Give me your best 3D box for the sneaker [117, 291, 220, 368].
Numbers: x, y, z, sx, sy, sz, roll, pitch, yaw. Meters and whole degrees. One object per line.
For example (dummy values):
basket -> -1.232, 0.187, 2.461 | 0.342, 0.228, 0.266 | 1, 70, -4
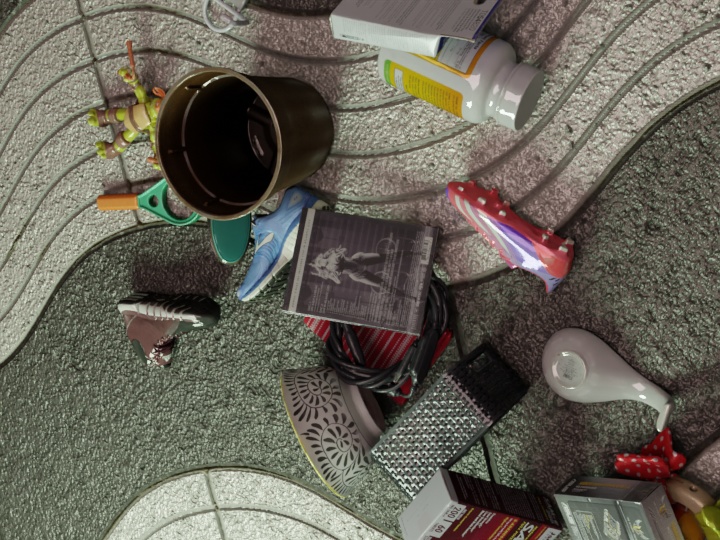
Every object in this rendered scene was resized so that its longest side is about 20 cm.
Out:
sneaker -> -0.290, 0.100, 1.867 | 0.199, 0.075, 0.117 | 6, 110, 37

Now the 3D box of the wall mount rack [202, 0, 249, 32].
wall mount rack -> -0.208, -0.444, 1.690 | 0.173, 0.074, 0.201 | 36, 114, 16

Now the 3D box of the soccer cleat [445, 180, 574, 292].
soccer cleat -> 0.190, -0.048, 1.584 | 0.199, 0.067, 0.077 | 32, 119, 15

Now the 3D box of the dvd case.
dvd case -> 0.000, 0.000, 1.645 | 0.198, 0.016, 0.150 | 9, 83, 14

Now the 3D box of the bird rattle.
bird rattle -> 0.410, 0.313, 1.536 | 0.199, 0.113, 0.164 | 25, 128, 24

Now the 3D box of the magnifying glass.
magnifying glass -> -0.327, -0.109, 1.860 | 0.198, 0.022, 0.080 | 0, 101, 28

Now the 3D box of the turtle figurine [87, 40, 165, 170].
turtle figurine -> -0.343, -0.239, 1.814 | 0.160, 0.064, 0.202 | -14, 103, 37

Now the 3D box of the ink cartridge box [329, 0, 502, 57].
ink cartridge box -> 0.093, -0.343, 1.497 | 0.198, 0.200, 0.041 | 16, 140, 25

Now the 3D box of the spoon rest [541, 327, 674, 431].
spoon rest -> 0.325, 0.146, 1.570 | 0.199, 0.060, 0.100 | 28, 112, 34

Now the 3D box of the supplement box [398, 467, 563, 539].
supplement box -> 0.163, 0.343, 1.617 | 0.109, 0.199, 0.061 | -54, 34, 26

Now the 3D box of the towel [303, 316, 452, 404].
towel -> 0.023, 0.082, 1.722 | 0.200, 0.022, 0.145 | 39, 116, 15

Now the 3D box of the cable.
cable -> 0.038, 0.070, 1.665 | 0.162, 0.051, 0.202 | 16, 87, 25

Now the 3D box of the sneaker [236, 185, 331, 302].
sneaker -> -0.124, -0.038, 1.749 | 0.089, 0.078, 0.201 | 42, 109, 21

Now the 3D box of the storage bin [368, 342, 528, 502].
storage bin -> 0.121, 0.208, 1.634 | 0.094, 0.135, 0.200 | 47, 118, 11

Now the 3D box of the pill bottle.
pill bottle -> 0.131, -0.258, 1.537 | 0.199, 0.111, 0.112 | 28, 113, 19

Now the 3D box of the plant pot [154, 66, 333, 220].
plant pot -> -0.145, -0.186, 1.647 | 0.198, 0.198, 0.202 | 7, 105, 26

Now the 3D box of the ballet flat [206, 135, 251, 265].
ballet flat -> -0.199, -0.109, 1.771 | 0.067, 0.068, 0.202 | -4, 91, -16

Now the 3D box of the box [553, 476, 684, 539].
box -> 0.353, 0.368, 1.551 | 0.158, 0.048, 0.202 | -10, 107, 55

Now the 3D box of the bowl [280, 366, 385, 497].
bowl -> -0.025, 0.210, 1.696 | 0.094, 0.201, 0.202 | -29, 88, 10
